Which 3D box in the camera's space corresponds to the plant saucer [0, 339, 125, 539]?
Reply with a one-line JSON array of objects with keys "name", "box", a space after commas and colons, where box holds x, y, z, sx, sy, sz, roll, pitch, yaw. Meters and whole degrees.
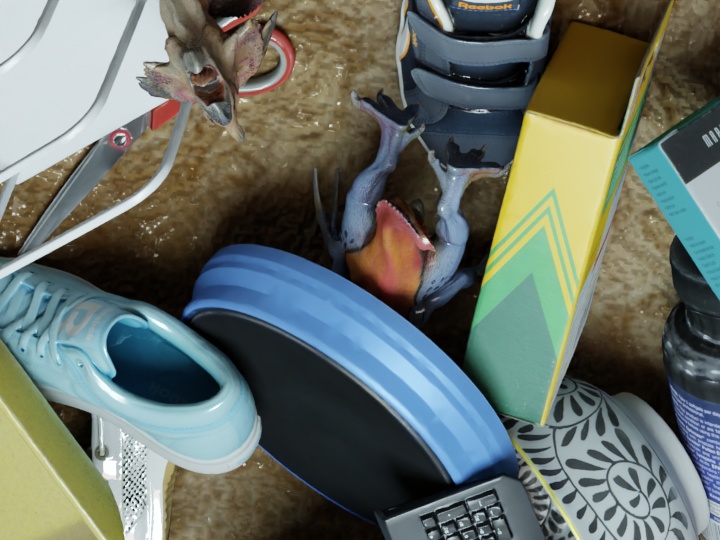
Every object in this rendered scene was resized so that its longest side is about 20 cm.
[{"name": "plant saucer", "box": [-0.223, 0.093, 1.419, 0.200, 0.048, 0.200, -28, 102, 46]}]

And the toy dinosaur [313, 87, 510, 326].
[{"name": "toy dinosaur", "box": [0.000, 0.000, 1.378, 0.105, 0.200, 0.182, 27, 120, 11]}]

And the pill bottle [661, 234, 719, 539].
[{"name": "pill bottle", "box": [0.223, 0.067, 1.449, 0.112, 0.112, 0.200, -12, 121, 4]}]

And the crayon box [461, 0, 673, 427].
[{"name": "crayon box", "box": [0.104, -0.039, 1.367, 0.052, 0.126, 0.200, 17, 119, 7]}]

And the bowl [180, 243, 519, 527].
[{"name": "bowl", "box": [-0.010, 0.069, 1.401, 0.039, 0.201, 0.201, -51, 118, -22]}]

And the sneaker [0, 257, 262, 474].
[{"name": "sneaker", "box": [-0.140, 0.032, 1.395, 0.200, 0.074, 0.082, 22, 153, 11]}]

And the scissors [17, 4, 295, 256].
[{"name": "scissors", "box": [-0.122, -0.083, 1.401, 0.200, 0.014, 0.073, -33, 119, 17]}]

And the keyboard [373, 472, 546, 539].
[{"name": "keyboard", "box": [0.063, 0.200, 1.372, 0.104, 0.040, 0.200, -19, 119, 7]}]

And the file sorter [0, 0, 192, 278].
[{"name": "file sorter", "box": [-0.190, -0.111, 1.300, 0.139, 0.125, 0.200, -27, 120, 27]}]

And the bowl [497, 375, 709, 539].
[{"name": "bowl", "box": [0.127, 0.127, 1.458, 0.094, 0.201, 0.201, -29, 121, -14]}]

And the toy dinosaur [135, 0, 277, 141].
[{"name": "toy dinosaur", "box": [-0.063, -0.148, 1.282, 0.086, 0.200, 0.136, -15, 111, 41]}]

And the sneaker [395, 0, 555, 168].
[{"name": "sneaker", "box": [0.058, -0.124, 1.348, 0.078, 0.079, 0.200, -2, 122, -2]}]

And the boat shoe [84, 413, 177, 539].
[{"name": "boat shoe", "box": [-0.138, 0.121, 1.489, 0.069, 0.071, 0.200, 5, 111, -6]}]

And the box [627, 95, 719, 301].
[{"name": "box", "box": [0.224, 0.003, 1.339, 0.082, 0.049, 0.200, -33, 91, -16]}]
